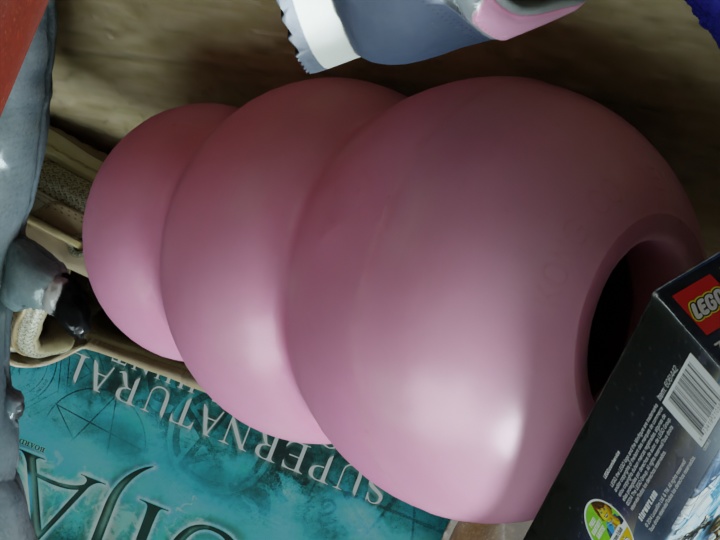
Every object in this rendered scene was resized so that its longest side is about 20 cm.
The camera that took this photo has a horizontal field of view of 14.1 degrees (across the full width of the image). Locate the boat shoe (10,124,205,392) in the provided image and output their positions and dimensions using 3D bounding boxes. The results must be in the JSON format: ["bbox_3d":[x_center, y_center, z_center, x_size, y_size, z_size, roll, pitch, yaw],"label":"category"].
[{"bbox_3d":[-0.106,-0.004,0.970,0.199,0.065,0.072,16,151,17],"label":"boat shoe"}]

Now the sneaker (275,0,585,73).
[{"bbox_3d":[0.010,-0.128,0.690,0.082,0.070,0.200,-4,145,8],"label":"sneaker"}]

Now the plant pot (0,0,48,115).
[{"bbox_3d":[-0.165,-0.080,0.752,0.200,0.196,0.201,19,151,11],"label":"plant pot"}]

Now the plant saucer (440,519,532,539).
[{"bbox_3d":[0.125,0.107,0.976,0.199,0.032,0.201,10,141,8],"label":"plant saucer"}]

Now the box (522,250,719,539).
[{"bbox_3d":[0.108,0.046,0.783,0.040,0.137,0.200,50,147,20],"label":"box"}]

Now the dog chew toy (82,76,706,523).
[{"bbox_3d":[0.000,0.000,0.845,0.199,0.125,0.125,12,150,38],"label":"dog chew toy"}]

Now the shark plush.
[{"bbox_3d":[-0.122,0.008,0.900,0.083,0.201,0.091,-4,178,20],"label":"shark plush"}]

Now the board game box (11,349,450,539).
[{"bbox_3d":[-0.062,0.095,1.035,0.199,0.136,0.028,21,180,7],"label":"board game box"}]

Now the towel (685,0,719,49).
[{"bbox_3d":[0.104,-0.120,0.634,0.147,0.050,0.200,2,143,42],"label":"towel"}]
